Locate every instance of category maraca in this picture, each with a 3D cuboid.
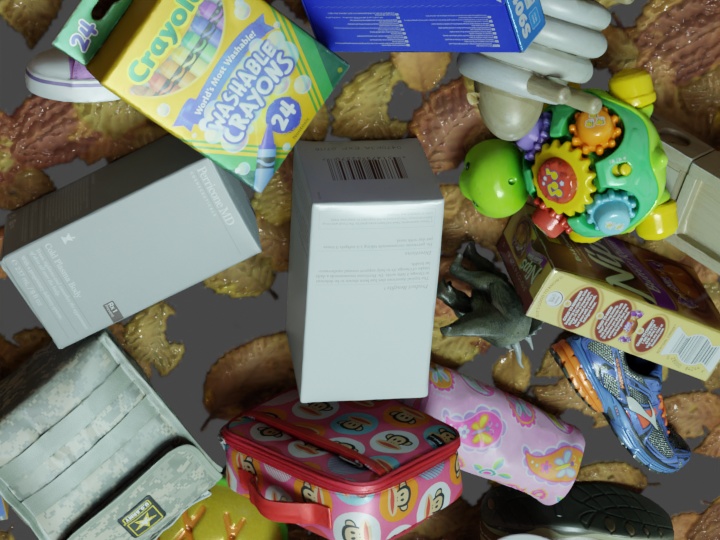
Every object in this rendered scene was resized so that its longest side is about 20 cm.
[{"bbox_3d":[-0.166,0.247,1.624,0.197,0.107,0.139,12,114,-5],"label":"maraca"}]

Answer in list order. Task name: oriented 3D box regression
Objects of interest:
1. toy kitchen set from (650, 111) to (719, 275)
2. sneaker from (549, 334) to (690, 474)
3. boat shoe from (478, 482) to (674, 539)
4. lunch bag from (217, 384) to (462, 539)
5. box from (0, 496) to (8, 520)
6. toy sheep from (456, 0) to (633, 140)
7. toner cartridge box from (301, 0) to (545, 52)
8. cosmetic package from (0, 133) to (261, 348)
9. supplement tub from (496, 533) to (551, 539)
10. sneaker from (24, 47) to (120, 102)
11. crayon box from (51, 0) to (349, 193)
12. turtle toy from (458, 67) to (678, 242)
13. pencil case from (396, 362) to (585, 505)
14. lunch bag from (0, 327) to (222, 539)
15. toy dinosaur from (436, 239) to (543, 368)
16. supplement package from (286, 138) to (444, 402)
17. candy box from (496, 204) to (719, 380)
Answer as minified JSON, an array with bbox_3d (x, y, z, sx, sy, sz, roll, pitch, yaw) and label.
[{"bbox_3d":[0.335,-0.126,1.512,0.199,0.180,0.165,-23,139,-46],"label":"toy kitchen set"},{"bbox_3d":[0.266,0.123,1.652,0.078,0.076,0.200,-38,122,9],"label":"sneaker"},{"bbox_3d":[0.213,0.262,1.733,0.197,0.076,0.075,6,126,-5],"label":"boat shoe"},{"bbox_3d":[-0.026,0.173,1.524,0.175,0.199,0.083,-22,118,-42],"label":"lunch bag"},{"bbox_3d":[-0.395,0.149,1.555,0.117,0.042,0.202,-10,125,-5],"label":"box"},{"bbox_3d":[0.144,-0.203,1.391,0.136,0.138,0.202,16,97,-20],"label":"toy sheep"},{"bbox_3d":[0.040,-0.220,1.337,0.198,0.043,0.096,6,132,37],"label":"toner cartridge box"},{"bbox_3d":[-0.192,-0.032,1.456,0.198,0.091,0.107,-26,119,8],"label":"cosmetic package"},{"bbox_3d":[0.140,0.351,1.689,0.130,0.133,0.201,0,152,-11],"label":"supplement tub"},{"bbox_3d":[-0.174,-0.204,1.368,0.198,0.073,0.116,-14,120,-16],"label":"sneaker"},{"bbox_3d":[-0.121,-0.166,1.334,0.199,0.052,0.126,33,95,-32],"label":"crayon box"},{"bbox_3d":[0.175,-0.086,1.462,0.101,0.199,0.148,-23,104,-43],"label":"turtle toy"},{"bbox_3d":[0.116,0.154,1.636,0.198,0.088,0.088,22,115,-23],"label":"pencil case"},{"bbox_3d":[-0.233,0.167,1.518,0.164,0.118,0.201,-39,112,-6],"label":"lunch bag"},{"bbox_3d":[0.118,0.032,1.530,0.102,0.200,0.077,33,95,7],"label":"toy dinosaur"},{"bbox_3d":[0.000,0.000,1.495,0.115,0.118,0.202,-2,121,-11],"label":"supplement package"},{"bbox_3d":[0.229,0.019,1.553,0.198,0.117,0.057,18,117,-22],"label":"candy box"}]
